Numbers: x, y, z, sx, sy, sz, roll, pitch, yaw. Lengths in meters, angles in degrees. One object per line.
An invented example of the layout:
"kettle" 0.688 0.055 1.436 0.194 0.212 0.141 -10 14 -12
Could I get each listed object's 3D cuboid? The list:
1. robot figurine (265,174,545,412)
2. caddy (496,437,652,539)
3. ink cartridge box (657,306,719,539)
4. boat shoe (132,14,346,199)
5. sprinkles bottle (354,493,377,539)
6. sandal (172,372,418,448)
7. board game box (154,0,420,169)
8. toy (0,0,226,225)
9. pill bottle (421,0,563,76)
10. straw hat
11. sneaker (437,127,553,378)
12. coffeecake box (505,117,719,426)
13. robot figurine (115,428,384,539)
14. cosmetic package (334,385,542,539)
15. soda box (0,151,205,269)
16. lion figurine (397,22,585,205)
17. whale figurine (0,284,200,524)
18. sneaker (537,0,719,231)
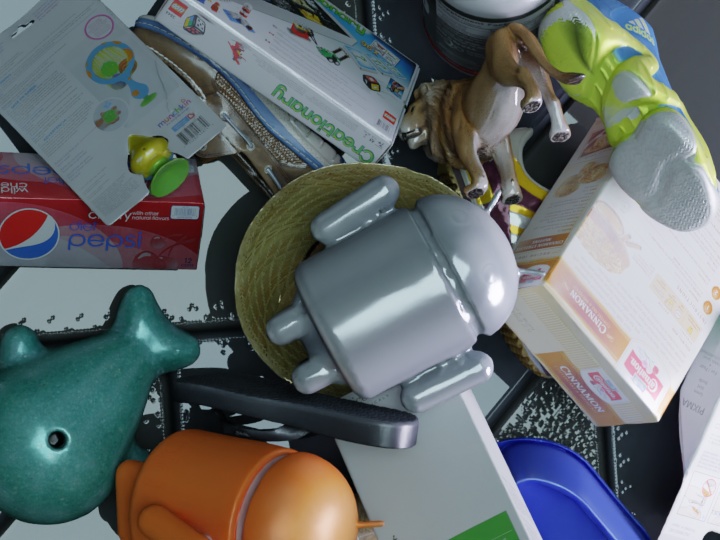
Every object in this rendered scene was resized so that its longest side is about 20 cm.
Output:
"robot figurine" 0.030 0.018 1.539 0.200 0.113 0.170 -27 95 2
"caddy" 0.148 0.227 1.664 0.141 0.105 0.200 -38 98 14
"ink cartridge box" 0.315 0.144 1.704 0.161 0.050 0.200 19 98 -36
"boat shoe" -0.105 -0.116 1.623 0.200 0.072 0.072 38 83 -10
"sprinkles bottle" -0.055 0.221 1.634 0.200 0.068 0.068 -15 93 -12
"sandal" -0.055 0.111 1.553 0.200 0.076 0.043 12 99 26
"board game box" -0.052 -0.174 1.613 0.200 0.126 0.035 35 123 -10
"toy" -0.199 -0.123 1.590 0.115 0.047 0.200 -41 59 -8
"pill bottle" 0.101 -0.229 1.593 0.114 0.200 0.114 -1 75 2
"straw hat" 0.000 0.000 1.635 0.201 0.085 0.201 -2 105 -6
"sneaker" 0.136 -0.015 1.675 0.090 0.075 0.200 -23 95 -6
"coffeecake box" 0.207 -0.003 1.641 0.154 0.073 0.200 49 57 -22
"robot figurine" -0.087 0.180 1.528 0.144 0.200 0.117 46 59 -50
"cosmetic package" 0.062 0.173 1.567 0.108 0.085 0.200 -29 60 5
"soda box" -0.221 -0.046 1.589 0.200 0.070 0.063 2 124 -13
"lion figurine" 0.101 -0.130 1.578 0.072 0.200 0.123 4 57 -30
"whale figurine" -0.208 0.101 1.583 0.200 0.104 0.159 -43 98 -13
"sneaker" 0.217 -0.129 1.588 0.200 0.076 0.105 57 37 -9
